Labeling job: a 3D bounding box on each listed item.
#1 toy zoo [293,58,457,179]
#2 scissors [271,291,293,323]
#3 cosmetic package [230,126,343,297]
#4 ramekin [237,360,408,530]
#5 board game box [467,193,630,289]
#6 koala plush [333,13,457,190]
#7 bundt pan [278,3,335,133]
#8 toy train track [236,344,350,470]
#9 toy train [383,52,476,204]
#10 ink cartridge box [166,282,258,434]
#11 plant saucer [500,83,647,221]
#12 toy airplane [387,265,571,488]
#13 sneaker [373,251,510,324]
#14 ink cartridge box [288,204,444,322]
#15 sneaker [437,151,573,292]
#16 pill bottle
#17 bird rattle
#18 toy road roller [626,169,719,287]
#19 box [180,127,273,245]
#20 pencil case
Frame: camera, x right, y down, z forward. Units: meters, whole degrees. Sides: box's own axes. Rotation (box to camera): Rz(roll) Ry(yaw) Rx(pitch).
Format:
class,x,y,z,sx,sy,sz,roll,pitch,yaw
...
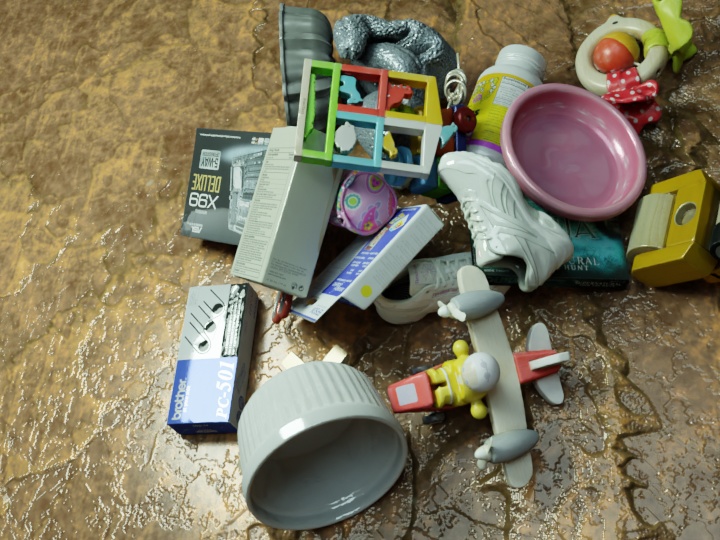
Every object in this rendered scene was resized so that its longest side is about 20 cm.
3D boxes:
class,x,y,z,sx,sy,sz,roll,pitch,yaw
toy zoo,0.021,-0.184,1.173,0.196,0.020,0.134,6,72,-5
scissors,-0.087,-0.028,1.283,0.014,0.073,0.204,14,85,-13
cosmetic package,-0.090,-0.076,1.223,0.105,0.070,0.204,13,85,59
ramekin,-0.051,0.199,1.124,0.197,0.201,0.106,-27,47,0
board game box,0.236,-0.044,1.224,0.195,0.028,0.138,2,60,-7
koala plush,0.049,-0.232,1.351,0.180,0.179,0.203,1,57,6
bundt pan,-0.073,-0.291,1.408,0.074,0.203,0.205,-4,59,1
toy train track,-0.082,0.183,1.237,0.114,0.033,0.201,38,85,31
toy train,0.083,-0.195,1.237,0.084,0.114,0.205,-16,71,54
ink cartridge box,-0.198,0.118,1.299,0.092,0.044,0.204,-4,61,17
plant saucer,0.269,-0.146,1.235,0.196,0.051,0.204,6,62,-11
toy airplane,0.154,0.124,1.129,0.198,0.141,0.201,32,84,11
sneaker,0.107,0.018,1.227,0.196,0.100,0.076,-18,69,8
ink cartridge box,0.000,0.000,1.233,0.047,0.197,0.200,44,81,-13
sneaker,0.160,-0.056,1.150,0.200,0.078,0.100,42,72,4
pill bottle,0.196,-0.210,1.327,0.102,0.105,0.203,12,65,23
bird rattle,0.376,-0.284,1.341,0.162,0.112,0.202,33,88,42
toy road roller,0.439,-0.036,1.164,0.199,0.145,0.125,-15,48,54
box,-0.163,-0.114,1.352,0.197,0.049,0.161,11,91,39
pencil case,-0.025,-0.099,1.289,0.087,0.088,0.200,-43,22,-9
